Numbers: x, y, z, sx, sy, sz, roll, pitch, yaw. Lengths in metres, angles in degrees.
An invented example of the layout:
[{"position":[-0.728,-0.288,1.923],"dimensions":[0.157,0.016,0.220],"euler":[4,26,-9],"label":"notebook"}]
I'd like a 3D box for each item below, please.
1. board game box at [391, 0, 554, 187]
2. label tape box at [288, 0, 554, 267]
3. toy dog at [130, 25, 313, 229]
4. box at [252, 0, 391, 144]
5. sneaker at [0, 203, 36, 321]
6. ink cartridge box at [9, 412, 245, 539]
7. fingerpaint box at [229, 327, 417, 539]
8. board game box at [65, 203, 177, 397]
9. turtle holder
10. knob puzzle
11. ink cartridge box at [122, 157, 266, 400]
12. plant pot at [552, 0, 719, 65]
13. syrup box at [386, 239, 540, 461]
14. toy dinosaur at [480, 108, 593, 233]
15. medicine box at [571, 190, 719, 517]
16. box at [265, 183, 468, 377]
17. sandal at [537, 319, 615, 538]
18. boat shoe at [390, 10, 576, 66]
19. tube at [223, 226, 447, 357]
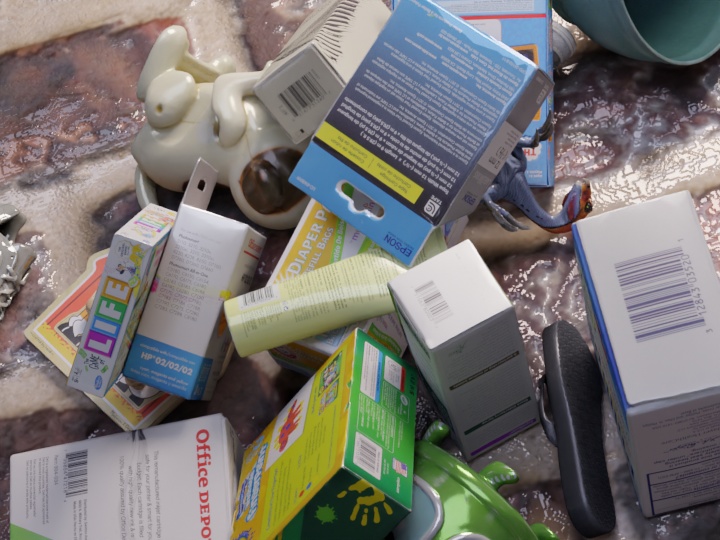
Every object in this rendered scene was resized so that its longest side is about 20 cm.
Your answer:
[{"position":[0.105,-0.178,1.749],"dimensions":[0.150,0.037,0.202],"euler":[0,92,15],"label":"board game box"},{"position":[0.052,-0.121,1.615],"dimensions":[0.143,0.066,0.201],"euler":[35,97,21],"label":"label tape box"},{"position":[-0.119,-0.116,1.775],"dimensions":[0.199,0.140,0.195],"euler":[30,84,28],"label":"toy dog"},{"position":[-0.029,-0.199,1.743],"dimensions":[0.082,0.068,0.200],"euler":[-34,14,25],"label":"box"},{"position":[-0.358,0.013,1.798],"dimensions":[0.091,0.076,0.201],"euler":[-11,58,3],"label":"sneaker"},{"position":[-0.197,0.221,1.620],"dimensions":[0.198,0.084,0.146],"euler":[-11,58,8],"label":"ink cartridge box"},{"position":[-0.030,0.171,1.519],"dimensions":[0.167,0.073,0.200],"euler":[-48,17,24],"label":"fingerpaint box"},{"position":[-0.201,0.022,1.617],"dimensions":[0.034,0.200,0.135],"euler":[19,99,-1],"label":"board game box"},{"position":[0.056,0.208,1.528],"dimensions":[0.185,0.141,0.132],"euler":[37,75,29],"label":"turtle holder"},{"position":[-0.197,0.037,1.764],"dimensions":[0.218,0.031,0.221],"euler":[-7,58,11],"label":"knob puzzle"},{"position":[-0.139,0.010,1.658],"dimensions":[0.067,0.115,0.202],"euler":[18,88,6],"label":"ink cartridge box"},{"position":[0.254,-0.293,1.764],"dimensions":[0.134,0.200,0.201],"euler":[4,56,49],"label":"plant pot"},{"position":[0.089,0.071,1.565],"dimensions":[0.081,0.200,0.079],"euler":[-28,56,-6],"label":"syrup box"},{"position":[0.128,-0.110,1.704],"dimensions":[0.105,0.182,0.200],"euler":[-43,27,-1],"label":"toy dinosaur"},{"position":[0.249,0.072,1.522],"dimensions":[0.102,0.200,0.183],"euler":[-14,57,3],"label":"medicine box"},{"position":[0.000,0.000,1.682],"dimensions":[0.112,0.101,0.201],"euler":[18,71,24],"label":"box"},{"position":[0.174,0.131,1.586],"dimensions":[0.043,0.076,0.201],"euler":[-22,53,28],"label":"sandal"},{"position":[0.111,-0.213,1.811],"dimensions":[0.200,0.074,0.065],"euler":[8,67,23],"label":"boat shoe"},{"position":[-0.016,0.022,1.593],"dimensions":[0.199,0.052,0.058],"euler":[-19,97,2],"label":"tube"}]
